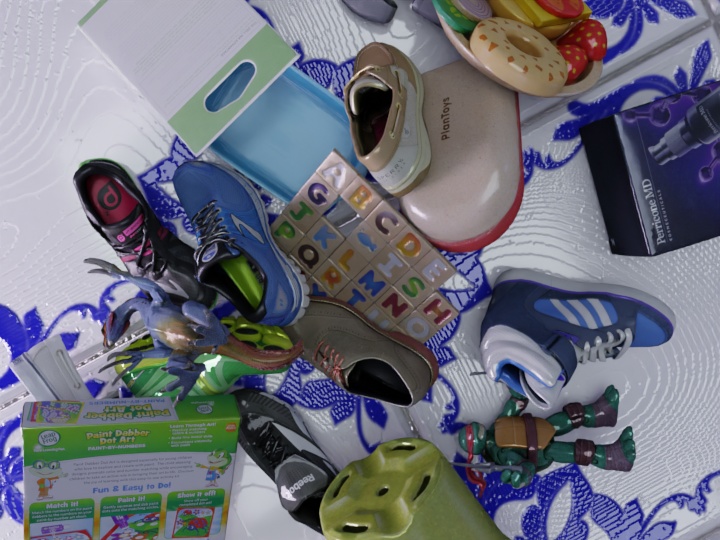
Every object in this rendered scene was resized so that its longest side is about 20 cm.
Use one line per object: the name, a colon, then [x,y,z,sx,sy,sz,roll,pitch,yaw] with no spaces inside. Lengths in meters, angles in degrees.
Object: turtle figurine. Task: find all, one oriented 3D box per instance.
turtle figurine: [0.176,0.167,0.792,0.196,0.101,0.152,-1,52,1]

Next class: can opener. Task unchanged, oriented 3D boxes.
can opener: [0.067,-0.271,0.798,0.198,0.054,0.067,31,123,-3]

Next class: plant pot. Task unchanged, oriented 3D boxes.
plant pot: [0.057,0.271,0.717,0.198,0.201,0.186,-30,108,0]

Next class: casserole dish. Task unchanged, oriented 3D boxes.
casserole dish: [-0.082,-0.146,0.796,0.199,0.039,0.122,34,91,-4]

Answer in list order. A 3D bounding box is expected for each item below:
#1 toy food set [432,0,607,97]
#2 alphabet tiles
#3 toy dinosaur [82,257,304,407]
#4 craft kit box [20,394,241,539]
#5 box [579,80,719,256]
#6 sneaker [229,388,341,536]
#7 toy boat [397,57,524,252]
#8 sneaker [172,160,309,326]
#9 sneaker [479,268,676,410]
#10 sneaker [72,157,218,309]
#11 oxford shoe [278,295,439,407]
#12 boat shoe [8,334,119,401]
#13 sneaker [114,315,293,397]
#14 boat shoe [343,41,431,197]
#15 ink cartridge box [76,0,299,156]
toy food set: [0.157,-0.251,0.746,0.198,0.049,0.199,-22,68,-33]
alphabet tiles: [0.000,0.000,0.769,0.200,0.008,0.167,44,129,-3]
toy dinosaur: [-0.183,0.068,0.730,0.198,0.181,0.107,20,91,-26]
craft kit box: [-0.226,0.219,0.741,0.197,0.049,0.200,2,117,-22]
box: [0.349,-0.111,0.780,0.197,0.104,0.150,-18,94,-2]
sneaker: [-0.068,0.203,0.784,0.066,0.091,0.200,-42,93,1]
toy boat: [0.110,-0.106,0.767,0.129,0.131,0.203,-13,56,26]
sneaker: [-0.131,-0.031,0.754,0.078,0.089,0.201,-43,75,21]
sneaker: [0.217,0.086,0.763,0.197,0.081,0.148,14,54,5]
sneaker: [-0.227,-0.028,0.772,0.077,0.084,0.200,-42,93,1]
oxford shoe: [-0.019,0.080,0.771,0.197,0.075,0.072,17,113,15]
boat shoe: [-0.276,0.156,0.788,0.070,0.071,0.201,-39,101,-25]
sneaker: [-0.156,0.100,0.785,0.196,0.074,0.085,-8,114,17]
boat shoe: [0.020,-0.164,0.731,0.074,0.202,0.066,-37,134,26]
ink cartridge box: [-0.171,-0.226,0.762,0.145,0.048,0.200,-43,80,0]
